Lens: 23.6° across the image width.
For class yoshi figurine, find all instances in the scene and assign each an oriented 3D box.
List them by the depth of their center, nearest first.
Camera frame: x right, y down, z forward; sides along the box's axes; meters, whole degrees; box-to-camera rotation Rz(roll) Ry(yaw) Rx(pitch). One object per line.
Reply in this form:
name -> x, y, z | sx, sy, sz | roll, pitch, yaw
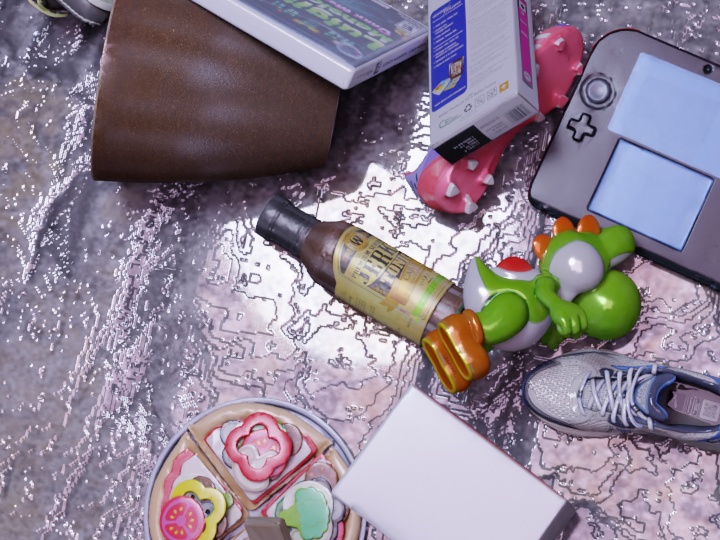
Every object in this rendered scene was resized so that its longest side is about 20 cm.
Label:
yoshi figurine -> 0.158, 0.040, 1.428 | 0.199, 0.113, 0.112 | -31, 43, -18

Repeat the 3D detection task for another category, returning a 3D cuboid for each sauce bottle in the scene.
sauce bottle -> 0.000, 0.000, 1.490 | 0.199, 0.065, 0.065 | 29, 86, 12

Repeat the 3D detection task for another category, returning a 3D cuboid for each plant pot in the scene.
plant pot -> -0.118, -0.154, 1.491 | 0.198, 0.187, 0.189 | 9, 81, -3

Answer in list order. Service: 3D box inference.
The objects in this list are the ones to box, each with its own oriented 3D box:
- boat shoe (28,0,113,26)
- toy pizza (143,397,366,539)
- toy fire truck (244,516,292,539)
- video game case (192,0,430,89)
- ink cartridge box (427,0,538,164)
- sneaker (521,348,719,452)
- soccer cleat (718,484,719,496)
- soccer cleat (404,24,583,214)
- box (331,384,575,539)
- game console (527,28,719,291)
boat shoe -> -0.275, -0.263, 1.550 | 0.061, 0.071, 0.201 | -55, 43, 13
toy pizza -> -0.094, 0.209, 1.485 | 0.198, 0.032, 0.202 | -2, 80, 9
toy fire truck -> -0.104, 0.310, 1.425 | 0.174, 0.129, 0.202 | 2, 75, 10
video game case -> -0.054, -0.230, 1.488 | 0.199, 0.182, 0.023 | 32, 118, 12
ink cartridge box -> 0.102, -0.191, 1.477 | 0.094, 0.037, 0.201 | -30, 43, 31
sneaker -> 0.231, 0.102, 1.425 | 0.198, 0.085, 0.078 | 5, 81, 11
soccer cleat -> 0.390, 0.152, 1.407 | 0.198, 0.070, 0.087 | -6, 63, 6
soccer cleat -> 0.116, -0.138, 1.496 | 0.201, 0.067, 0.076 | -54, 44, -4
box -> 0.080, 0.185, 1.375 | 0.152, 0.200, 0.107 | 37, 87, 12
game console -> 0.266, -0.099, 1.483 | 0.199, 0.031, 0.178 | 25, 85, 13
